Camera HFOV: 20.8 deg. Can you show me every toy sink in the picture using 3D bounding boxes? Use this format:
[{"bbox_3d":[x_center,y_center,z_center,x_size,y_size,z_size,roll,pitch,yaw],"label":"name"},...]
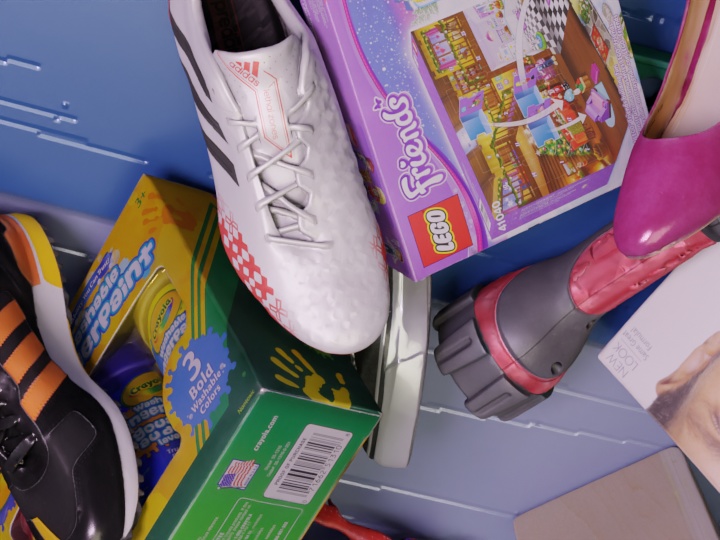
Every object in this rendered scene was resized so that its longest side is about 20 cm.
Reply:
[{"bbox_3d":[0.171,0.224,1.057,0.111,0.131,0.201,-25,118,8],"label":"toy sink"}]

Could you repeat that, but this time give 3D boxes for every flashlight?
[{"bbox_3d":[0.126,0.000,0.946,0.199,0.068,0.068,-35,150,30],"label":"flashlight"}]

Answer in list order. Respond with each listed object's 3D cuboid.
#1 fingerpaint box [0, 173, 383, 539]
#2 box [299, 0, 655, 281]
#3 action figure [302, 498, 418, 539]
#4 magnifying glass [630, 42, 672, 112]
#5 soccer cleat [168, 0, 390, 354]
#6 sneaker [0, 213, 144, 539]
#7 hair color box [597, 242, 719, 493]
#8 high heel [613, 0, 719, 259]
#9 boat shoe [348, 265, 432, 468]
[{"bbox_3d":[-0.096,0.086,0.932,0.073,0.167,0.201,16,118,-36],"label":"fingerpaint box"},{"bbox_3d":[0.048,-0.114,0.884,0.136,0.039,0.202,-24,111,-15],"label":"box"},{"bbox_3d":[-0.022,0.157,1.043,0.198,0.052,0.066,6,138,-19],"label":"action figure"},{"bbox_3d":[0.148,-0.088,0.954,0.198,0.022,0.080,-11,117,-1],"label":"magnifying glass"},{"bbox_3d":[-0.038,-0.060,0.862,0.068,0.085,0.202,-16,75,-10],"label":"soccer cleat"},{"bbox_3d":[-0.169,0.054,0.891,0.089,0.201,0.070,8,135,-41],"label":"sneaker"},{"bbox_3d":[0.224,0.010,0.958,0.200,0.109,0.065,-51,152,20],"label":"hair color box"},{"bbox_3d":[0.153,-0.104,0.875,0.201,0.067,0.096,-52,124,-18],"label":"high heel"},{"bbox_3d":[0.000,0.000,0.966,0.070,0.072,0.202,1,107,3],"label":"boat shoe"}]
